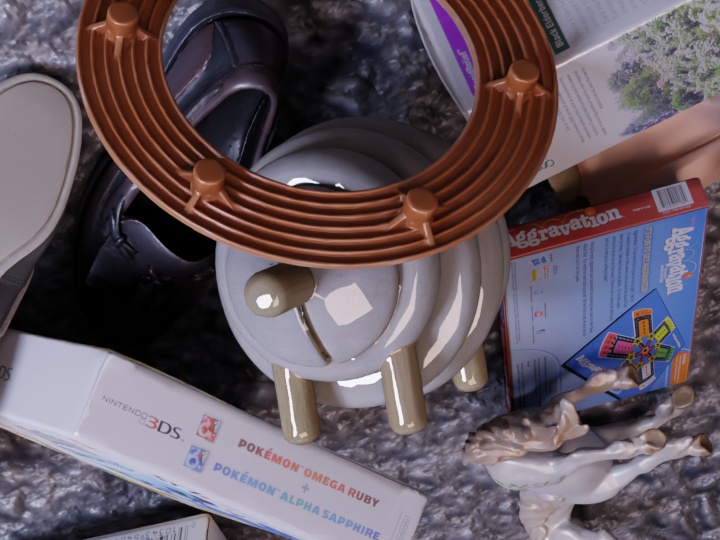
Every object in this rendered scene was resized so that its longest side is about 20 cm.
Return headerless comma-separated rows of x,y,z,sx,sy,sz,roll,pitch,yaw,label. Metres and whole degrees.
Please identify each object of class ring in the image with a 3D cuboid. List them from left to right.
-0.015,-0.088,0.750,0.200,0.201,0.019,-2,148,-13,ring

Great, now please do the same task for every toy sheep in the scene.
0.000,0.000,0.801,0.138,0.200,0.138,2,98,16,toy sheep

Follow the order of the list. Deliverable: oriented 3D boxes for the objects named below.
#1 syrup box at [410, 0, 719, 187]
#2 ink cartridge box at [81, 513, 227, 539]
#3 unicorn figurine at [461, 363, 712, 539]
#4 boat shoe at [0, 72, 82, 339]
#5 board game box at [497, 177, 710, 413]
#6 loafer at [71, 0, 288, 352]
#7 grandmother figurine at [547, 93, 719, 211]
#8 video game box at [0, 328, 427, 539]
0.131,-0.123,0.824,0.200,0.081,0.079,-26,147,9,syrup box
-0.137,0.230,1.055,0.199,0.041,0.200,-14,132,16,ink cartridge box
0.124,0.111,1.028,0.137,0.074,0.200,-28,136,26,unicorn figurine
-0.184,0.004,0.830,0.067,0.200,0.057,24,163,-17,boat shoe
0.122,0.022,0.947,0.103,0.019,0.200,-14,152,-1,board game box
-0.087,-0.032,0.865,0.072,0.063,0.200,12,125,-22,loafer
0.191,-0.077,0.903,0.200,0.061,0.121,-27,145,11,grandmother figurine
-0.096,0.081,0.882,0.182,0.200,0.047,30,77,-30,video game box
